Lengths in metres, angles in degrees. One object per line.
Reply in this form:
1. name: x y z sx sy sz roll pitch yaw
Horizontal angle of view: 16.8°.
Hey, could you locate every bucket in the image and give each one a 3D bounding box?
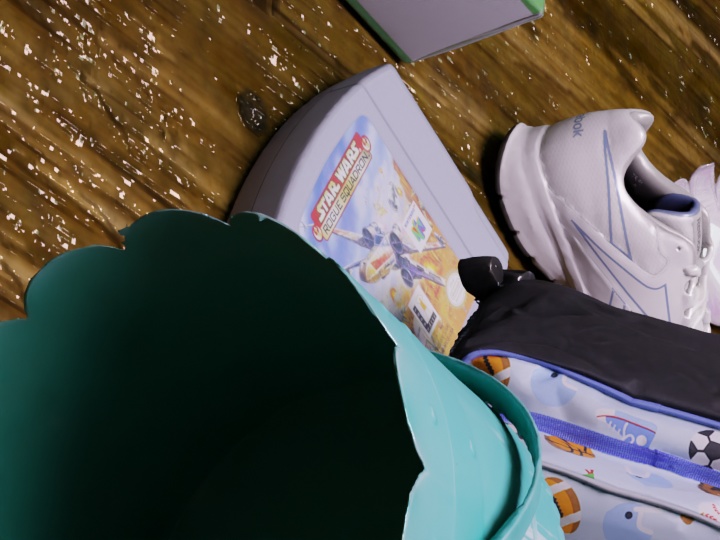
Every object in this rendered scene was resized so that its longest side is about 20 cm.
1. bucket: -0.037 0.093 0.811 0.135 0.207 0.207 37 44 -52

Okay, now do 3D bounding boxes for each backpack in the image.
1. backpack: 0.102 0.121 1.002 0.154 0.200 0.191 -52 158 -53

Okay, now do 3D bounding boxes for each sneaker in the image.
1. sneaker: 0.143 0.008 1.234 0.200 0.087 0.075 61 31 -19

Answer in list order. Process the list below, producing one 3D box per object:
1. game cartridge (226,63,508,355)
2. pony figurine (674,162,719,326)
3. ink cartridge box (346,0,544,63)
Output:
1. game cartridge: 0.000 0.000 1.067 0.133 0.041 0.200 60 33 -25
2. pony figurine: 0.274 0.009 1.402 0.200 0.166 0.193 -48 123 -72
3. ink cartridge box: 0.027 -0.225 1.178 0.146 0.084 0.200 44 41 -37
